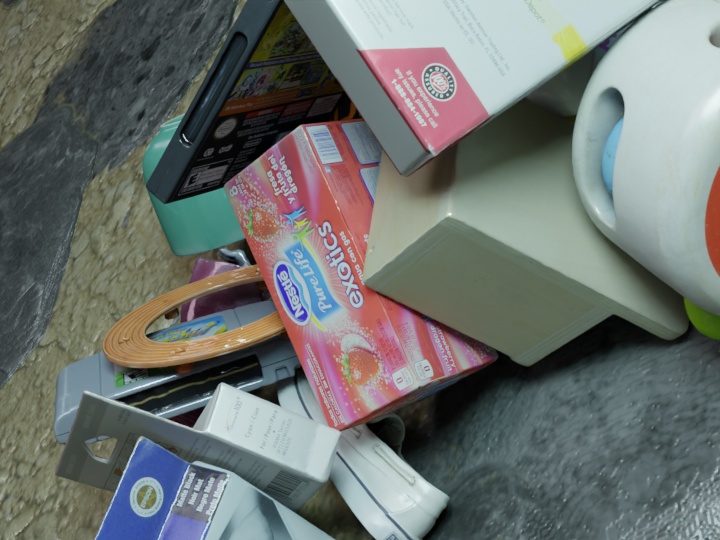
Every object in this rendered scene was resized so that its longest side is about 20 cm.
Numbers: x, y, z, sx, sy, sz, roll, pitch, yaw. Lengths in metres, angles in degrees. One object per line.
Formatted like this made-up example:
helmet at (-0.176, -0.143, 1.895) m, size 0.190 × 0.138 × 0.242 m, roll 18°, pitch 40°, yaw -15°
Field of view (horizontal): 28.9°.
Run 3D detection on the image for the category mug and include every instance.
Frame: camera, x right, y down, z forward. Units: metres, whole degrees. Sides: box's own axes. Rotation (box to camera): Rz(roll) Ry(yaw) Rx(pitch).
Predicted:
mug at (-0.111, -0.102, 1.293) m, size 0.184 × 0.115 × 0.152 m, roll -29°, pitch 14°, yaw -30°

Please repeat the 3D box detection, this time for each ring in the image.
ring at (-0.107, 0.036, 1.108) m, size 0.199 × 0.019 × 0.201 m, roll -14°, pitch 18°, yaw 5°

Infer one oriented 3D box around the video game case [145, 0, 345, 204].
video game case at (-0.053, -0.140, 1.004) m, size 0.025 × 0.200 × 0.181 m, roll 40°, pitch 117°, yaw 13°

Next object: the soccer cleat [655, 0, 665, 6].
soccer cleat at (0.252, -0.206, 0.989) m, size 0.086 × 0.070 × 0.200 m, roll 15°, pitch 37°, yaw 12°

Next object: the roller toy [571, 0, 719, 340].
roller toy at (0.232, -0.077, 0.862) m, size 0.200 × 0.182 × 0.140 m, roll -49°, pitch 34°, yaw 4°

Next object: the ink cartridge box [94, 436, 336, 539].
ink cartridge box at (-0.105, 0.243, 0.951) m, size 0.040 × 0.200 × 0.201 m, roll -4°, pitch 57°, yaw 46°

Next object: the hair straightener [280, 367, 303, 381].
hair straightener at (0.001, 0.045, 1.109) m, size 0.199 × 0.077 × 0.041 m, roll -24°, pitch 70°, yaw 33°

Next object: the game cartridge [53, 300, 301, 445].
game cartridge at (-0.145, 0.077, 1.107) m, size 0.199 × 0.041 × 0.133 m, roll -18°, pitch 12°, yaw -7°

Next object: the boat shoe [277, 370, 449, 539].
boat shoe at (0.002, 0.128, 1.045) m, size 0.066 × 0.072 × 0.200 m, roll -44°, pitch 36°, yaw 3°

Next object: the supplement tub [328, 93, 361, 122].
supplement tub at (0.030, -0.118, 1.138) m, size 0.122 × 0.122 × 0.201 m, roll -20°, pitch 64°, yaw 37°

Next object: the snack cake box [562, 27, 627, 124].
snack cake box at (0.150, -0.192, 1.076) m, size 0.115 × 0.067 × 0.201 m, roll -99°, pitch 23°, yaw -48°

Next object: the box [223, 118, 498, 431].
box at (0.000, 0.000, 1.005) m, size 0.094 × 0.102 × 0.201 m, roll -32°, pitch 79°, yaw 39°

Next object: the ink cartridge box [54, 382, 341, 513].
ink cartridge box at (-0.124, 0.134, 1.024) m, size 0.200 × 0.175 × 0.045 m, roll 126°, pitch 164°, yaw -60°

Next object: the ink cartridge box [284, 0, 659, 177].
ink cartridge box at (0.074, -0.175, 0.859) m, size 0.199 × 0.146 × 0.083 m, roll -34°, pitch -1°, yaw -12°

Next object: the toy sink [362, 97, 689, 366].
toy sink at (0.114, -0.022, 0.964) m, size 0.112 × 0.199 × 0.131 m, roll -39°, pitch 34°, yaw 47°

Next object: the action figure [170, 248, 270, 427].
action figure at (-0.136, 0.091, 1.232) m, size 0.148 × 0.134 × 0.201 m, roll 6°, pitch 60°, yaw 19°

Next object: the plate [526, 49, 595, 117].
plate at (0.120, -0.209, 1.010) m, size 0.200 × 0.032 × 0.201 m, roll -171°, pitch 87°, yaw -73°
